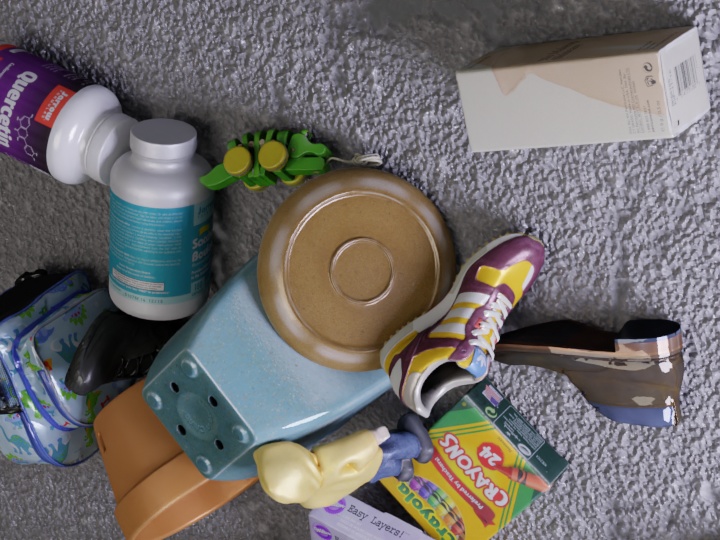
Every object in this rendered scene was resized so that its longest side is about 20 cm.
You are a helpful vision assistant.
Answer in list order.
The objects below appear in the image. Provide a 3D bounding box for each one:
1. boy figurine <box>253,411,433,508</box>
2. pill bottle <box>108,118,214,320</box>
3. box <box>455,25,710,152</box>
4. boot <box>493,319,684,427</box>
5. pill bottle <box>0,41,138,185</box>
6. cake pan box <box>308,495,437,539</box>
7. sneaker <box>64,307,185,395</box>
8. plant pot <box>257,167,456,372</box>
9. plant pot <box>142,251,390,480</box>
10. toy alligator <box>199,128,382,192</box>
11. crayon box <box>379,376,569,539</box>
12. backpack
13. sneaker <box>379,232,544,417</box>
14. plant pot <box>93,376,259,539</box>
[{"bbox_3d":[-0.025,0.195,1.676,0.124,0.199,0.065,-50,58,42],"label":"boy figurine"},{"bbox_3d":[-0.211,-0.056,1.791,0.110,0.111,0.201,20,122,25],"label":"pill bottle"},{"bbox_3d":[0.194,-0.158,1.484,0.199,0.095,0.078,-2,110,33],"label":"box"},{"bbox_3d":[0.214,0.102,1.607,0.199,0.075,0.097,-2,108,32],"label":"boot"},{"bbox_3d":[-0.337,-0.165,1.822,0.199,0.112,0.113,25,124,22],"label":"pill bottle"},{"bbox_3d":[0.035,0.337,1.819,0.200,0.052,0.185,25,141,23],"label":"cake pan box"},{"bbox_3d":[-0.248,0.083,1.832,0.091,0.200,0.076,34,124,4],"label":"sneaker"},{"bbox_3d":[0.000,0.000,1.642,0.201,0.200,0.027,63,170,-7],"label":"plant pot"},{"bbox_3d":[-0.102,0.102,1.720,0.197,0.200,0.196,51,137,3],"label":"plant pot"},{"bbox_3d":[-0.071,-0.120,1.708,0.199,0.059,0.054,-7,71,22],"label":"toy alligator"},{"bbox_3d":[0.106,0.217,1.749,0.127,0.051,0.200,46,129,6],"label":"crayon box"},{"bbox_3d":[-0.347,0.119,1.920,0.147,0.183,0.201,-1,115,35],"label":"backpack"},{"bbox_3d":[0.111,0.055,1.603,0.200,0.075,0.090,-46,42,12],"label":"sneaker"},{"bbox_3d":[-0.202,0.193,1.859,0.200,0.200,0.140,-43,74,39],"label":"plant pot"}]
